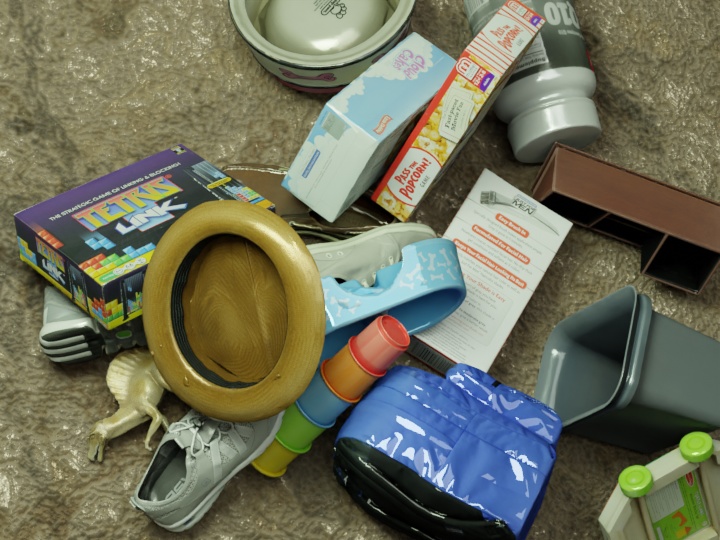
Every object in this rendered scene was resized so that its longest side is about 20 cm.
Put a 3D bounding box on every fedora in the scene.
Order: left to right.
[{"bbox_3d":[-0.104,0.035,1.593,0.200,0.082,0.202,3,97,22],"label":"fedora"}]

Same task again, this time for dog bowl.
[{"bbox_3d":[-0.036,-0.272,1.832,0.199,0.074,0.201,-3,59,5],"label":"dog bowl"},{"bbox_3d":[0.012,0.036,1.673,0.199,0.112,0.050,-20,67,-14],"label":"dog bowl"}]

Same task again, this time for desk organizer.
[{"bbox_3d":[0.278,-0.052,1.823,0.199,0.072,0.077,20,42,-6],"label":"desk organizer"}]

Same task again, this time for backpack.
[{"bbox_3d":[0.082,0.179,1.683,0.199,0.163,0.168,24,59,12],"label":"backpack"}]

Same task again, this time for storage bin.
[{"bbox_3d":[0.275,0.103,1.732,0.134,0.200,0.146,20,68,-15],"label":"storage bin"}]

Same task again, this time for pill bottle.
[{"bbox_3d":[0.185,-0.225,1.861,0.113,0.114,0.201,-11,74,-14],"label":"pill bottle"}]

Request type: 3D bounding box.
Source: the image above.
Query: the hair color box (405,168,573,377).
[{"bbox_3d":[0.120,0.010,1.795,0.111,0.064,0.200,32,70,1],"label":"hair color box"}]

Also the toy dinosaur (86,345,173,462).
[{"bbox_3d":[-0.193,0.103,1.706,0.101,0.058,0.201,27,68,1],"label":"toy dinosaur"}]

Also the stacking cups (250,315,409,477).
[{"bbox_3d":[-0.028,0.118,1.665,0.060,0.200,0.061,37,28,-24],"label":"stacking cups"}]

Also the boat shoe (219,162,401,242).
[{"bbox_3d":[-0.054,-0.074,1.784,0.201,0.075,0.075,13,69,-6],"label":"boat shoe"}]

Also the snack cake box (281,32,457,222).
[{"bbox_3d":[0.013,-0.146,1.756,0.067,0.115,0.200,36,38,7],"label":"snack cake box"}]

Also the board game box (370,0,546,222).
[{"bbox_3d":[0.099,-0.161,1.751,0.046,0.200,0.152,35,35,3],"label":"board game box"}]

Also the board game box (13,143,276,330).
[{"bbox_3d":[-0.206,-0.038,1.689,0.199,0.057,0.165,-27,42,-31],"label":"board game box"}]

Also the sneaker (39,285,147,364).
[{"bbox_3d":[-0.216,0.017,1.707,0.199,0.075,0.116,-9,49,-5],"label":"sneaker"}]

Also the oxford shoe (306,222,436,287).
[{"bbox_3d":[0.000,0.000,1.733,0.199,0.075,0.058,-15,59,-38],"label":"oxford shoe"}]

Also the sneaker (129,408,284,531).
[{"bbox_3d":[-0.140,0.159,1.641,0.075,0.082,0.201,34,93,28],"label":"sneaker"}]

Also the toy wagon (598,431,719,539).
[{"bbox_3d":[0.330,0.224,1.714,0.199,0.156,0.040,-28,38,-9],"label":"toy wagon"}]
